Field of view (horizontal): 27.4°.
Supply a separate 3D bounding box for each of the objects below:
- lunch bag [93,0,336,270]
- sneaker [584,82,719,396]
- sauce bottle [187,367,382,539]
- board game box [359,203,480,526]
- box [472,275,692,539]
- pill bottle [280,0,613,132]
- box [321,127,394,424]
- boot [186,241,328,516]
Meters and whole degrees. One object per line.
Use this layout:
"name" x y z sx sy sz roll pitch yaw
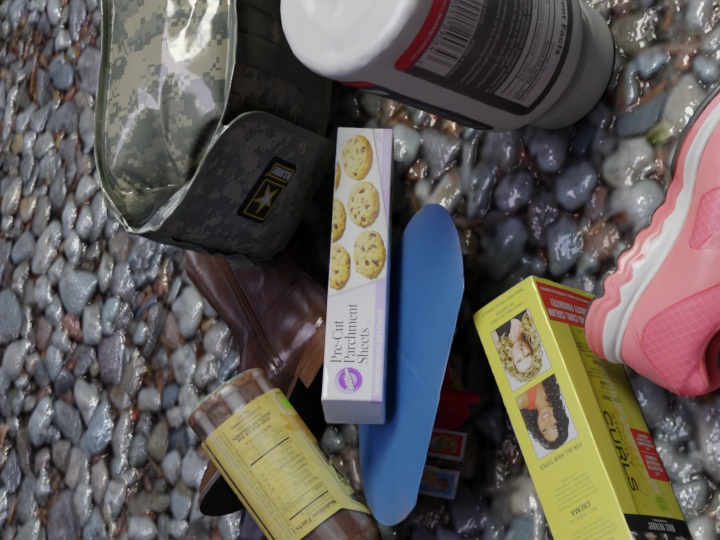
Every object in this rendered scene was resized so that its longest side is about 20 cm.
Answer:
"lunch bag" -0.091 -0.106 0.963 0.117 0.164 0.202 -1 84 22
"sneaker" 0.203 -0.021 0.793 0.087 0.074 0.201 36 112 28
"sauce bottle" -0.031 0.158 0.942 0.065 0.065 0.201 -41 80 31
"board game box" 0.046 0.060 0.925 0.158 0.039 0.202 -136 57 -73
"box" 0.130 0.105 0.824 0.050 0.075 0.201 -36 57 30
"pill bottle" 0.059 -0.143 0.856 0.110 0.199 0.112 -11 73 42
"box" 0.000 0.000 0.960 0.041 0.039 0.202 2 62 4
"boot" -0.093 0.048 1.066 0.187 0.064 0.200 -50 51 14
